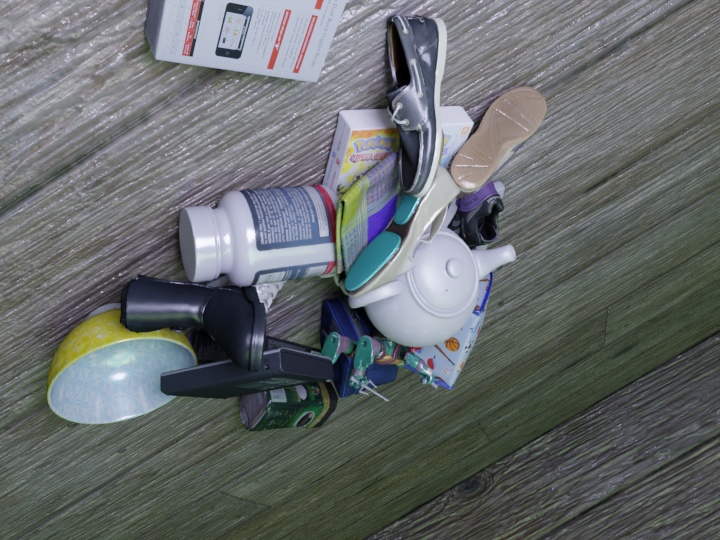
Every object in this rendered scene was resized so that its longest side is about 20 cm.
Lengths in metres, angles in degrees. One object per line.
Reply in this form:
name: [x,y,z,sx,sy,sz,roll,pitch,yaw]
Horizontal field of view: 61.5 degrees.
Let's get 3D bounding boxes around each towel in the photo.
towel: [0.042,-0.092,0.790,0.199,0.023,0.146,-38,148,-31]

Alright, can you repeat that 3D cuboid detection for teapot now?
teapot: [0.096,0.013,0.871,0.195,0.203,0.146,32,158,-14]

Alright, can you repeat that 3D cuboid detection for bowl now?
bowl: [-0.337,0.113,0.845,0.196,0.109,0.202,-21,147,-14]

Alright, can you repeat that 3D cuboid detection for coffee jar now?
coffee jar: [-0.141,0.269,1.225,0.197,0.086,0.105,13,126,-45]

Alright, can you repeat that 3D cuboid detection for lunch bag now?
lunch bag: [-0.008,0.130,1.093,0.129,0.137,0.203,-17,144,-18]
lunch bag: [0.162,0.076,1.086,0.200,0.122,0.173,-45,157,-56]

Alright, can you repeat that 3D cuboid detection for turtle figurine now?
turtle figurine: [0.036,0.142,0.966,0.147,0.103,0.198,-19,153,32]

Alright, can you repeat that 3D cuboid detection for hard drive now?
hard drive: [-0.154,0.145,0.829,0.195,0.034,0.139,-14,161,23]

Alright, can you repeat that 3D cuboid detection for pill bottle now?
pill bottle: [-0.127,-0.045,0.783,0.195,0.121,0.121,-8,142,-29]

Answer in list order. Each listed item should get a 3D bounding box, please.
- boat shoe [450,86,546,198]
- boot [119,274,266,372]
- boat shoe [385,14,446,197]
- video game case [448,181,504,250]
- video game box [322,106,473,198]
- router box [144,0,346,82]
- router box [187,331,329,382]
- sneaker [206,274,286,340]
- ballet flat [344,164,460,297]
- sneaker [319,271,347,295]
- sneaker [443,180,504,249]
boat shoe: [0.190,-0.182,0.863,0.201,0.071,0.065,-50,177,-17]
boot: [-0.200,0.060,0.720,0.163,0.200,0.079,4,105,-17]
boat shoe: [0.056,-0.189,0.704,0.066,0.071,0.206,-2,98,-26]
video game case: [0.150,-0.059,1.064,0.195,0.023,0.184,-19,146,-16]
video game box: [0.044,-0.140,0.854,0.195,0.047,0.185,-11,139,-27]
router box: [-0.091,-0.283,0.555,0.176,0.049,0.202,-3,139,-34]
router box: [-0.164,0.143,0.997,0.154,0.054,0.198,-3,163,35]
sneaker: [-0.151,0.027,0.897,0.198,0.082,0.076,-36,145,8]
ballet flat: [0.058,-0.039,0.767,0.202,0.069,0.069,-55,145,1]
sneaker: [0.000,0.000,0.955,0.074,0.089,0.197,-12,161,44]
sneaker: [0.179,-0.062,0.980,0.074,0.089,0.202,-19,146,-15]
